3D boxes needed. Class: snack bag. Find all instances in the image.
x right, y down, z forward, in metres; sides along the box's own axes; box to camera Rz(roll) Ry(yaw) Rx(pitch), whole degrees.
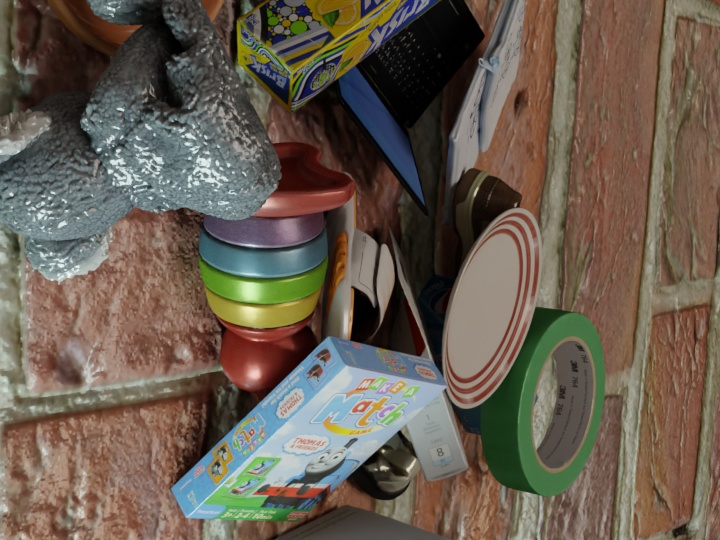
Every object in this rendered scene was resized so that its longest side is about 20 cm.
[{"bbox_3d":[0.124,-0.164,1.289,0.189,0.021,0.200,88,24,-66],"label":"snack bag"}]

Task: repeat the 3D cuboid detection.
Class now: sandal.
[{"bbox_3d":[0.002,-0.006,1.126,0.079,0.059,0.207,109,-13,-49],"label":"sandal"}]

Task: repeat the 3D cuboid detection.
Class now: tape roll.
[{"bbox_3d":[0.200,0.141,1.397,0.200,0.048,0.201,-16,109,-52],"label":"tape roll"}]

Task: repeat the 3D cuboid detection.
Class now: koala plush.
[{"bbox_3d":[-0.171,-0.085,0.882,0.200,0.184,0.177,-26,142,-2],"label":"koala plush"}]

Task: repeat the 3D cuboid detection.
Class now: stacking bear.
[{"bbox_3d":[-0.076,0.010,1.068,0.114,0.121,0.200,-8,116,-22],"label":"stacking bear"}]

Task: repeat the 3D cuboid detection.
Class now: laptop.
[{"bbox_3d":[0.052,-0.190,1.191,0.200,0.103,0.177,-51,137,-10],"label":"laptop"}]

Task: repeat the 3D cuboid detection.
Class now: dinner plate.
[{"bbox_3d":[0.122,0.035,1.244,0.200,0.024,0.200,-34,131,-49],"label":"dinner plate"}]

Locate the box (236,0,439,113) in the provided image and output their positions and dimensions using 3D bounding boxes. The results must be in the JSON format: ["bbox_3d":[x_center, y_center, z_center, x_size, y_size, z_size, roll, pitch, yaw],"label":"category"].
[{"bbox_3d":[-0.007,-0.223,1.084,0.200,0.070,0.064,-40,164,-21],"label":"box"}]

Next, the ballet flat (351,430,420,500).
[{"bbox_3d":[0.016,0.171,1.247,0.068,0.068,0.200,-53,135,-19],"label":"ballet flat"}]

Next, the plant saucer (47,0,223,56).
[{"bbox_3d":[-0.171,-0.255,0.947,0.200,0.037,0.200,-14,108,-50],"label":"plant saucer"}]

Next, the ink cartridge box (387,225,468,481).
[{"bbox_3d":[0.044,0.075,1.221,0.160,0.047,0.200,-97,167,-71],"label":"ink cartridge box"}]

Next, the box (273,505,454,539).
[{"bbox_3d":[0.000,0.337,1.152,0.199,0.200,0.171,-14,111,-50],"label":"box"}]

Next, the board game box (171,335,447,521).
[{"bbox_3d":[-0.041,0.140,1.096,0.200,0.037,0.151,-45,147,20],"label":"board game box"}]

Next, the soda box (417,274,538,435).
[{"bbox_3d":[0.121,0.096,1.376,0.068,0.064,0.200,-57,137,-28],"label":"soda box"}]

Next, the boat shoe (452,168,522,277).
[{"bbox_3d":[0.142,-0.022,1.329,0.075,0.075,0.202,-63,158,-22],"label":"boat shoe"}]
